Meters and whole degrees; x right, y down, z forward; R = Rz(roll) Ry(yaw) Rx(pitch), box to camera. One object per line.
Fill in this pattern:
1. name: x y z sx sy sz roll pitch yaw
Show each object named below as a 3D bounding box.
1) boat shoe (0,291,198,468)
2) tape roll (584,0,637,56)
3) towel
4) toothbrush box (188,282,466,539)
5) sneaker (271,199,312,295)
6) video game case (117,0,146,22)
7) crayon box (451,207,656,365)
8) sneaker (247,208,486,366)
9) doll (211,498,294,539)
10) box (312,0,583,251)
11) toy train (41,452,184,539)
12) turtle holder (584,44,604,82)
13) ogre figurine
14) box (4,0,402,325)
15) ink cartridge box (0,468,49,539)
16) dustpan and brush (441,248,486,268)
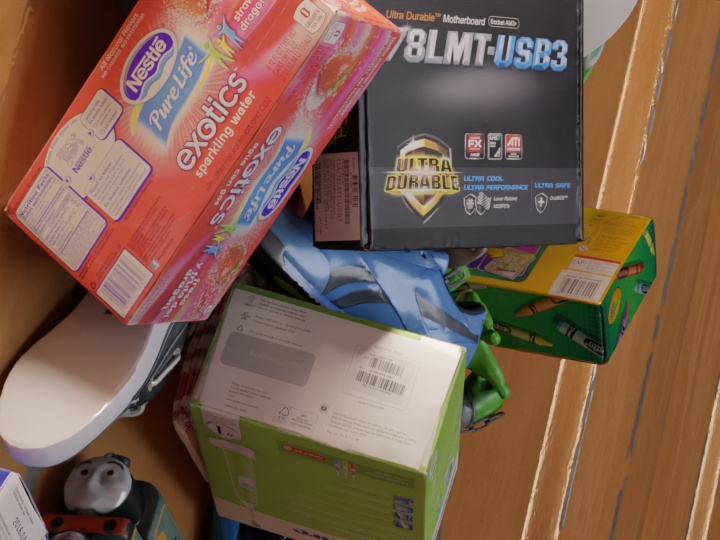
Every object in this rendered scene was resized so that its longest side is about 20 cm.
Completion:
1. boat shoe: -0.140 0.053 1.108 0.201 0.071 0.068 -65 153 -49
2. tape roll: 0.088 -0.245 1.336 0.204 0.201 0.140 -65 151 -31
3. towel: -0.078 0.028 1.251 0.147 0.030 0.201 79 28 -70
4. toothbrush box: -0.017 0.103 1.195 0.200 0.144 0.087 87 20 -63
5. sneaker: -0.013 -0.061 1.230 0.201 0.070 0.099 -56 142 -13
6. video game case: -0.064 -0.197 1.071 0.181 0.025 0.200 -48 163 -14
7. crayon box: 0.111 -0.001 1.476 0.119 0.198 0.059 -52 143 -46
8. sneaker: 0.000 0.000 1.185 0.200 0.066 0.079 38 83 -33
9. doll: -0.065 0.173 1.334 0.200 0.048 0.137 -57 136 -45
10. box: 0.054 -0.113 1.149 0.199 0.049 0.200 -1 93 -45
11. toy train: -0.136 0.197 1.158 0.201 0.084 0.115 69 26 -46
12. turtle holder: 0.114 -0.185 1.477 0.186 0.140 0.132 -55 174 -19
13. ogre figurine: 0.038 0.069 1.392 0.099 0.119 0.200 61 -4 15
14. box: -0.084 -0.079 1.040 0.201 0.102 0.095 -55 162 14
15. ink cartridge box: -0.212 0.186 0.981 0.201 0.076 0.137 -59 149 -36
16. dustpan and brush: 0.017 -0.005 1.288 0.200 0.057 0.140 -28 -141 62
